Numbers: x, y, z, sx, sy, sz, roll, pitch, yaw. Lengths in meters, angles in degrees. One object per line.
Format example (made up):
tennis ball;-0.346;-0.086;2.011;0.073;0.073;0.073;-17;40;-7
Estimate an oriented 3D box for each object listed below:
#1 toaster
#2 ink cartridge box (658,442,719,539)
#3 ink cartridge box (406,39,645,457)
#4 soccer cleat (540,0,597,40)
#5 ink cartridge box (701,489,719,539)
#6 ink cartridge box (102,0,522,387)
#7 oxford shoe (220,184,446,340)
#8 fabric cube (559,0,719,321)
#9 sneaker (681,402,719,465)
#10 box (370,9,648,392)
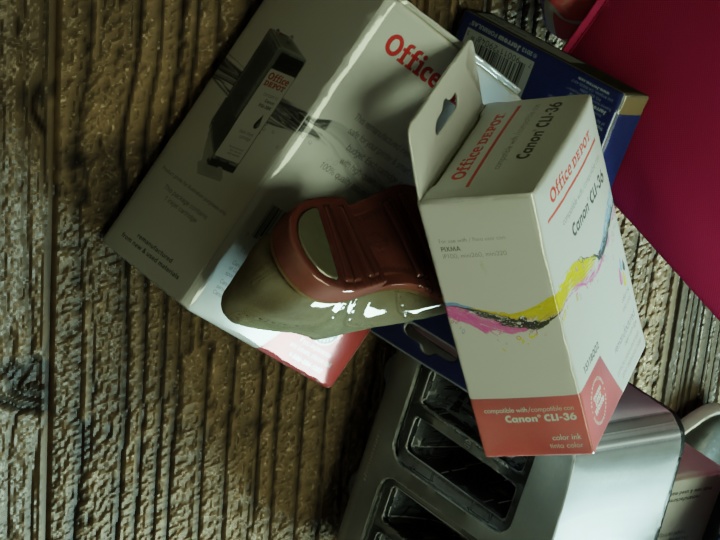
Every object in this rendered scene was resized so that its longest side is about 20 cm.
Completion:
toaster;0.090;0.139;1.695;0.118;0.200;0.181;-6;121;-46
ink cartridge box;0.130;0.185;1.802;0.084;0.144;0.200;-3;118;-44
ink cartridge box;0.090;-0.015;1.499;0.117;0.067;0.200;-58;138;-53
soccer cleat;0.182;-0.207;1.661;0.200;0.068;0.073;-35;158;-26
ink cartridge box;0.227;0.192;1.793;0.200;0.039;0.100;112;-7;-71
ink cartridge box;-0.024;-0.056;1.542;0.200;0.083;0.147;-56;140;1
oxford shoe;0.000;0.000;1.506;0.075;0.071;0.200;-34;158;30
fabric cube;0.257;-0.105;1.626;0.200;0.199;0.196;-13;145;-51
sneaker;0.220;0.193;1.929;0.071;0.099;0.200;32;92;-47
box;0.077;-0.035;1.622;0.032;0.121;0.200;-1;118;-54
